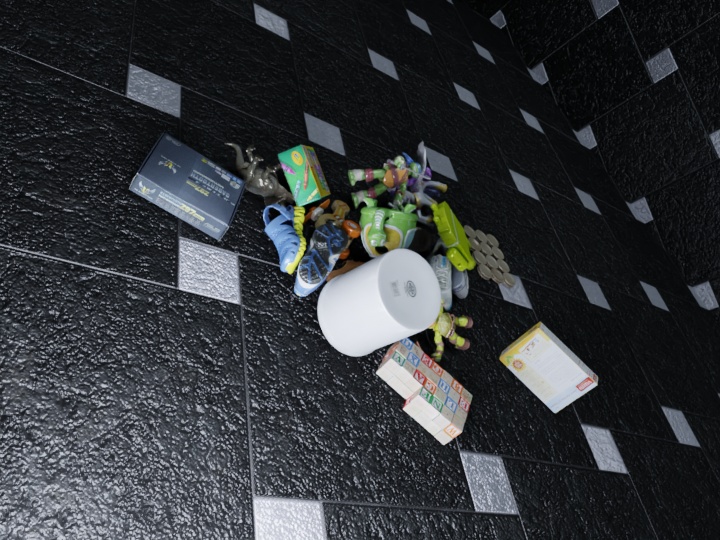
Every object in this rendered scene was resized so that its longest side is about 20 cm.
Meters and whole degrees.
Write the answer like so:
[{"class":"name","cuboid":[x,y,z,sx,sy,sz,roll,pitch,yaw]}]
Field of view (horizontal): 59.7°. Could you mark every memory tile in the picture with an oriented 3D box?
[{"class":"memory tile","cuboid":[0.378,-0.042,1.862,0.152,0.017,0.202,16,45,-34]}]

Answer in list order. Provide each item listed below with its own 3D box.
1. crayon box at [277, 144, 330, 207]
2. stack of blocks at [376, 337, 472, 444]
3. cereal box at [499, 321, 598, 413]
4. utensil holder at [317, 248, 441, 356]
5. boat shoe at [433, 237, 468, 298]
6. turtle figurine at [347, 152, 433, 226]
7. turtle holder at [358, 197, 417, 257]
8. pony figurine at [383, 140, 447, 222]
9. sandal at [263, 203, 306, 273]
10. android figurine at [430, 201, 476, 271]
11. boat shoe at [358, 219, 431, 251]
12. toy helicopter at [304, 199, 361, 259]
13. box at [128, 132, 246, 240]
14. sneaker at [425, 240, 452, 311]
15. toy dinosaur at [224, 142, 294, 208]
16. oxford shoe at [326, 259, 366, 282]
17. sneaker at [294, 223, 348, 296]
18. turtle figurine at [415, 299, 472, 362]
[{"class":"crayon box","cuboid":[-0.122,-0.212,1.404,0.200,0.058,0.120,-70,140,-81]},{"class":"stack of blocks","cuboid":[0.130,0.243,1.290,0.200,0.059,0.115,42,36,-3]},{"class":"cereal box","cuboid":[0.462,0.241,1.548,0.200,0.144,0.040,44,34,-1]},{"class":"utensil holder","cuboid":[0.037,0.063,1.223,0.168,0.199,0.173,14,64,-33]},{"class":"boat shoe","cuboid":[0.242,-0.009,1.662,0.066,0.073,0.202,52,26,-40]},{"class":"turtle figurine","cuboid":[0.074,-0.210,1.569,0.191,0.144,0.203,-13,68,-4]},{"class":"turtle holder","cuboid":[0.066,-0.092,1.444,0.139,0.134,0.185,8,5,-15]},{"class":"pony figurine","cuboid":[0.156,-0.230,1.732,0.198,0.166,0.196,19,57,-36]},{"class":"sandal","cuboid":[-0.164,-0.073,1.317,0.086,0.080,0.201,20,33,-24]},{"class":"android figurine","cuboid":[0.230,-0.090,1.576,0.200,0.041,0.184,45,29,-42]},{"class":"boat shoe","cuboid":[0.081,-0.093,1.588,0.197,0.077,0.072,15,9,-21]},{"class":"toy helicopter","cuboid":[-0.066,-0.120,1.477,0.131,0.079,0.201,26,27,-8]},{"class":"box","cuboid":[-0.339,-0.170,1.257,0.198,0.051,0.159,31,38,-18]},{"class":"sneaker","cuboid":[0.193,0.009,1.548,0.074,0.087,0.202,5,49,-6]},{"class":"toy dinosaur","cuboid":[-0.228,-0.206,1.375,0.198,0.103,0.077,30,29,-3]},{"class":"oxford shoe","cuboid":[0.000,0.000,1.404,0.071,0.072,0.199,50,37,16]},{"class":"sneaker","cuboid":[-0.089,-0.026,1.316,0.075,0.077,0.201,34,44,0]},{"class":"turtle figurine","cuboid":[0.196,0.118,1.442,0.160,0.064,0.203,18,63,-43]}]
